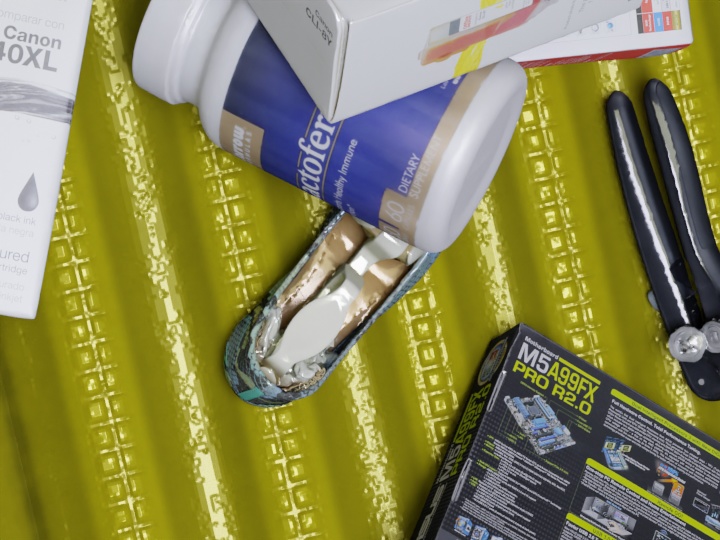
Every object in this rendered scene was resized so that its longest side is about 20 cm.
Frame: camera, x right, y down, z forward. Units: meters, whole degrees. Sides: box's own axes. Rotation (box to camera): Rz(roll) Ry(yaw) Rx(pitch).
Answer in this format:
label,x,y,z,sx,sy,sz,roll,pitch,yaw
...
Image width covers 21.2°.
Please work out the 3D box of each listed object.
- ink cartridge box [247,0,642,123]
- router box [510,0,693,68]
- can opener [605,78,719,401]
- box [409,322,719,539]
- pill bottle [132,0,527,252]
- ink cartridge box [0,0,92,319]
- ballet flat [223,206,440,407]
label,x,y,z,sx,sy,sz,roll,pitch,yaw
ink cartridge box,0.037,-0.181,1.003,0.199,0.084,0.146,-22,61,-22
router box,0.097,-0.223,1.143,0.178,0.049,0.202,-6,91,-12
can opener,0.194,-0.017,1.167,0.063,0.079,0.201,-23,92,27
box,0.140,0.150,1.127,0.199,0.044,0.161,30,62,-11
pill bottle,-0.018,-0.102,1.062,0.199,0.116,0.116,27,84,11
ink cartridge box,-0.232,-0.084,1.052,0.144,0.083,0.202,10,88,-12
ballet flat,0.000,0.000,1.112,0.074,0.074,0.201,38,82,-10
